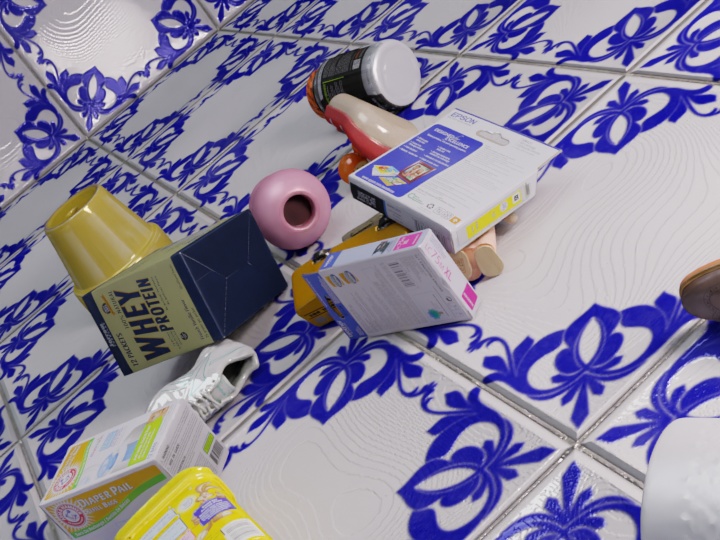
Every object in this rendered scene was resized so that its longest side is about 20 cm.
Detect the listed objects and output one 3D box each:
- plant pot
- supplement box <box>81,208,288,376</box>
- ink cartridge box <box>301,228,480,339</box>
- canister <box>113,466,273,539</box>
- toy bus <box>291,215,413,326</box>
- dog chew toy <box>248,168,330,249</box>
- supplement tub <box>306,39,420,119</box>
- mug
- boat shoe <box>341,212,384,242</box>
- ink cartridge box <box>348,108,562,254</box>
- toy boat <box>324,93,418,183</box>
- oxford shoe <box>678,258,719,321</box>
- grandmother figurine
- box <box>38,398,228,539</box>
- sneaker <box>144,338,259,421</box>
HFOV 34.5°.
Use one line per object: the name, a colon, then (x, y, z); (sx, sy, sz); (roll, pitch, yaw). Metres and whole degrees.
plant pot: (-0.464, -0.044, 2.097); (0.200, 0.189, 0.201); (-30, 26, 17)
supplement box: (-0.253, 0.030, 1.691); (0.199, 0.135, 0.200); (-21, 10, 31)
ink cartridge box: (0.034, 0.020, 1.407); (0.199, 0.120, 0.042); (-15, 34, 40)
canister: (-0.170, 0.307, 1.225); (0.148, 0.087, 0.200); (-43, 27, -13)
toy bus: (0.000, 0.000, 1.519); (0.199, 0.078, 0.065); (-27, 51, 25)
dog chew toy: (-0.122, -0.100, 1.832); (0.124, 0.125, 0.200); (-41, 17, -10)
supplement tub: (0.001, -0.332, 2.056); (0.199, 0.123, 0.123); (-5, 40, 48)
mug: (0.311, 0.168, 0.785); (0.174, 0.149, 0.199); (-4, 10, 38)
boat shoe: (0.058, -0.085, 1.572); (0.200, 0.065, 0.072); (-41, -10, 19)
ink cartridge box: (0.121, -0.120, 1.477); (0.199, 0.047, 0.197); (-32, 41, -26)
toy boat: (0.006, -0.199, 1.857); (0.131, 0.130, 0.200); (-67, 23, 8)
oxford shoe: (0.360, 0.033, 1.016); (0.199, 0.071, 0.073); (-2, 47, 51)
grandmother figurine: (0.141, -0.058, 1.483); (0.120, 0.061, 0.200); (-1, 31, 10)
box: (-0.280, 0.258, 1.433); (0.199, 0.102, 0.113); (-24, 27, 27)
sneaker: (-0.214, 0.166, 1.545); (0.080, 0.071, 0.201); (1, 44, 50)
